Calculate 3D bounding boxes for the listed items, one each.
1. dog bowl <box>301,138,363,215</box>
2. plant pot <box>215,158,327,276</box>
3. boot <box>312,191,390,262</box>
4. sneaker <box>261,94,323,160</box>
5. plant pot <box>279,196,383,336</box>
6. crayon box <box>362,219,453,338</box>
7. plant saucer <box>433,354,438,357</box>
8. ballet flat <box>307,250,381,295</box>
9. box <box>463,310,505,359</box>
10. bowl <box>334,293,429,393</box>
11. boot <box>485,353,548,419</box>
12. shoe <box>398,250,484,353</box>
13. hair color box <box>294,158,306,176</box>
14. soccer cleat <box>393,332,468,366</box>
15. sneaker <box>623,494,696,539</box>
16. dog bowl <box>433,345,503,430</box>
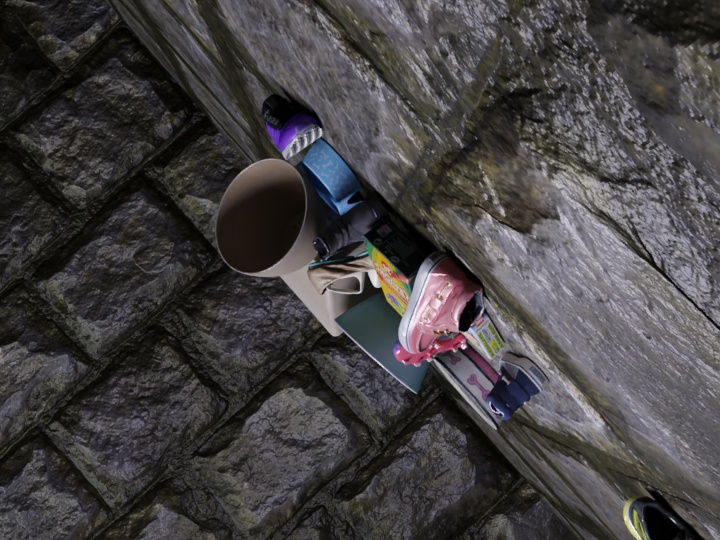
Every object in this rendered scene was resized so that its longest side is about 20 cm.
[{"bbox_3d":[-0.050,-0.155,1.437,0.112,0.050,0.200,48,176,9],"label":"dog bowl"},{"bbox_3d":[-0.135,-0.076,1.442,0.200,0.201,0.134,45,-168,34],"label":"plant pot"},{"bbox_3d":[-0.022,-0.063,1.377,0.070,0.131,0.200,54,176,10],"label":"boot"},{"bbox_3d":[-0.121,-0.236,1.330,0.100,0.069,0.200,57,172,-8],"label":"sneaker"},{"bbox_3d":[-0.045,-0.036,1.592,0.200,0.199,0.178,46,165,26],"label":"plant pot"},{"bbox_3d":[0.079,0.030,1.326,0.127,0.051,0.201,45,165,42],"label":"crayon box"},{"bbox_3d":[0.127,0.095,1.759,0.200,0.070,0.019,51,159,-26],"label":"plant saucer"},{"bbox_3d":[0.000,0.000,1.420,0.068,0.198,0.073,-25,-82,-67],"label":"ballet flat"},{"bbox_3d":[0.148,0.052,1.361,0.200,0.035,0.110,44,174,46],"label":"box"},{"bbox_3d":[0.058,0.116,1.503,0.200,0.105,0.201,40,179,1],"label":"bowl"},{"bbox_3d":[0.232,0.187,1.329,0.073,0.090,0.200,47,175,7],"label":"boot"},{"bbox_3d":[0.117,0.071,1.209,0.091,0.071,0.202,43,142,29],"label":"shoe"},{"bbox_3d":[-0.143,-0.127,1.610,0.061,0.200,0.099,46,175,16],"label":"hair color box"},{"bbox_3d":[0.117,0.109,1.416,0.198,0.067,0.077,-9,-127,-44],"label":"soccer cleat"},{"bbox_3d":[0.449,0.405,1.169,0.200,0.074,0.085,47,175,21],"label":"sneaker"},{"bbox_3d":[0.246,0.237,1.758,0.200,0.074,0.200,48,176,4],"label":"dog bowl"}]
